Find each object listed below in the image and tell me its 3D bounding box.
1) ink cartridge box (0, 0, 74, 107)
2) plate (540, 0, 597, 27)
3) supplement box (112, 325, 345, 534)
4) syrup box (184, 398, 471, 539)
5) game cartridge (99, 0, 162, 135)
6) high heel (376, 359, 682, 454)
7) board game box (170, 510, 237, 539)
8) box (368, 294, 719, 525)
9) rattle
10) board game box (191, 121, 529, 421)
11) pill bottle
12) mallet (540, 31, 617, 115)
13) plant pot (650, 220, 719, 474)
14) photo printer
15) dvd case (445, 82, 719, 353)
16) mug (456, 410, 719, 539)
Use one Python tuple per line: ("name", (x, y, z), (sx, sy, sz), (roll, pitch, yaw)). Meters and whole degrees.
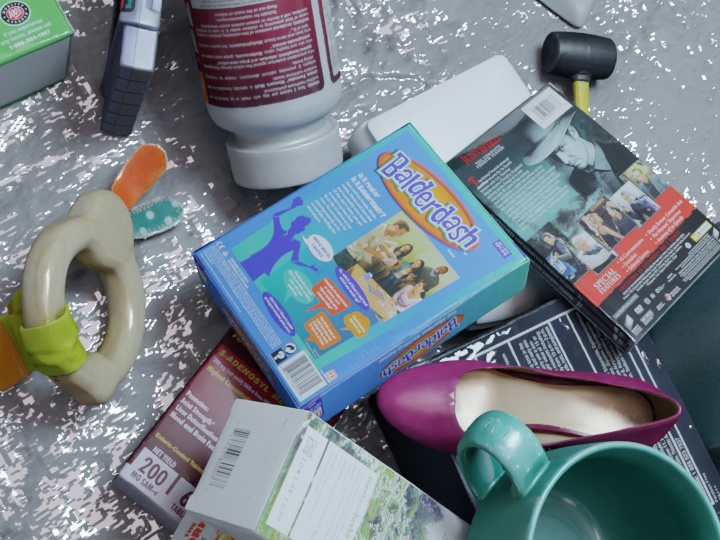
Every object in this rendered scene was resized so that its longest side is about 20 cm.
("ink cartridge box", (-0.326, -0.218, 0.843), (0.145, 0.084, 0.202), (-28, 85, -23))
("plate", (0.177, -0.364, 1.075), (0.198, 0.032, 0.202), (34, 67, -6))
("supplement box", (-0.081, 0.108, 0.844), (0.108, 0.061, 0.201), (38, 66, -4))
("syrup box", (-0.008, 0.167, 0.734), (0.199, 0.081, 0.080), (40, 65, -35))
("game cartridge", (-0.172, -0.222, 0.870), (0.038, 0.130, 0.204), (7, 72, -13))
("high heel", (0.113, 0.087, 0.762), (0.196, 0.096, 0.069), (4, 72, -16))
("board game box", (-0.052, 0.238, 0.779), (0.200, 0.046, 0.153), (44, 64, -31))
("box", (0.141, 0.139, 0.873), (0.196, 0.123, 0.203), (-22, 81, -23))
("rattle", (-0.225, 0.002, 0.845), (0.130, 0.141, 0.203), (37, 46, -39))
("board game box", (0.000, 0.000, 0.822), (0.198, 0.045, 0.153), (-31, 63, -14))
("pill bottle", (-0.072, -0.172, 0.858), (0.108, 0.109, 0.204), (-19, 115, -21))
("mallet", (0.191, -0.120, 1.011), (0.065, 0.041, 0.204), (10, 76, -16))
("plant pot", (0.347, 0.086, 0.907), (0.194, 0.196, 0.202), (29, 64, -8))
("photo printer", (0.104, -0.061, 0.941), (0.165, 0.069, 0.202), (-28, 81, -23))
("dvd case", (0.176, -0.048, 0.882), (0.200, 0.022, 0.145), (44, 59, 14))
("mug", (0.139, 0.176, 0.727), (0.149, 0.114, 0.189), (-8, 81, -23))
